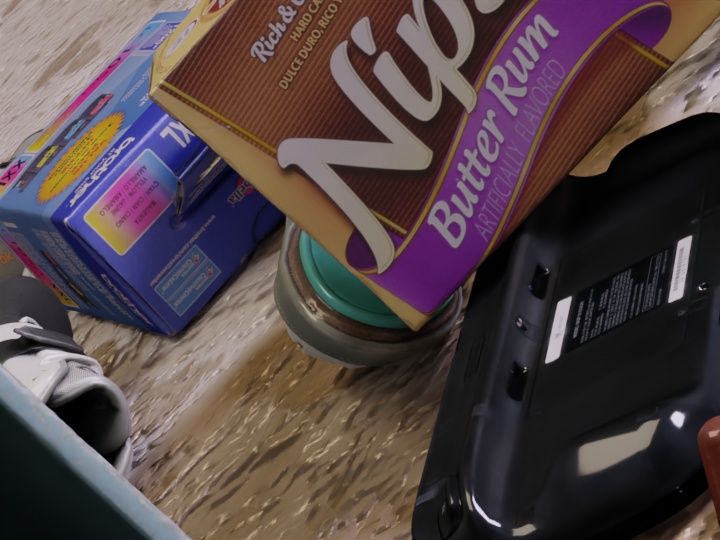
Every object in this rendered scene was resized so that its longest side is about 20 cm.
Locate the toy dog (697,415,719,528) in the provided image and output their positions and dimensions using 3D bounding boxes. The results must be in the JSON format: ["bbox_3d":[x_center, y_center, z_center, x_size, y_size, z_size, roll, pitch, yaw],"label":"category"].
[{"bbox_3d":[0.052,0.102,0.572,0.200,0.096,0.132,-44,17,-2],"label":"toy dog"}]

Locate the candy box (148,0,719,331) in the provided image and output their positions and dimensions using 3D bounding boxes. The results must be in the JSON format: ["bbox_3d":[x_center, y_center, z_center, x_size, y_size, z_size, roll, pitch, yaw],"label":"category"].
[{"bbox_3d":[0.041,-0.094,0.862,0.200,0.117,0.057,-46,14,11],"label":"candy box"}]

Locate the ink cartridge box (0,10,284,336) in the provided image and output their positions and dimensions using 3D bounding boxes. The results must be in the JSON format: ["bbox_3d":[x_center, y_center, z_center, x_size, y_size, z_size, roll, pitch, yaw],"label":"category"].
[{"bbox_3d":[-0.082,-0.047,1.244,0.137,0.076,0.200,-48,20,-12],"label":"ink cartridge box"}]

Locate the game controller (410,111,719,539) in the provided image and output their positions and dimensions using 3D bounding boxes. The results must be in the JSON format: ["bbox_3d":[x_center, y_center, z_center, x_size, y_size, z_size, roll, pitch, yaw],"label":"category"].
[{"bbox_3d":[0.072,0.021,0.827,0.104,0.042,0.200,-19,27,23],"label":"game controller"}]

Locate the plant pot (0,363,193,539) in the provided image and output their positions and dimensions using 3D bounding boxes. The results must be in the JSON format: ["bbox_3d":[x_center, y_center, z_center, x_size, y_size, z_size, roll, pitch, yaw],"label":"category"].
[{"bbox_3d":[-0.180,0.128,0.894,0.197,0.196,0.200,-50,8,-18],"label":"plant pot"}]

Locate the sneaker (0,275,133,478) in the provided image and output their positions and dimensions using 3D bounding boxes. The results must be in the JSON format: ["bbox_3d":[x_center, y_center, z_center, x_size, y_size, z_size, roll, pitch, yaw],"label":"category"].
[{"bbox_3d":[-0.121,0.060,1.099,0.088,0.074,0.201,-36,29,23],"label":"sneaker"}]

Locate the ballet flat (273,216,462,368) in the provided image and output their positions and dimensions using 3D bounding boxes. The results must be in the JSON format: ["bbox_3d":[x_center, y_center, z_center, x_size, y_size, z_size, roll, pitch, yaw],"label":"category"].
[{"bbox_3d":[0.000,0.000,1.002,0.200,0.067,0.064,-83,15,-64],"label":"ballet flat"}]

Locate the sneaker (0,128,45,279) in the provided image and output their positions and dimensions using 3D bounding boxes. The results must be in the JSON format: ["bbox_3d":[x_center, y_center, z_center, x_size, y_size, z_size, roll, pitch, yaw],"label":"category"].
[{"bbox_3d":[-0.179,-0.030,1.411,0.074,0.079,0.200,-39,17,20],"label":"sneaker"}]
